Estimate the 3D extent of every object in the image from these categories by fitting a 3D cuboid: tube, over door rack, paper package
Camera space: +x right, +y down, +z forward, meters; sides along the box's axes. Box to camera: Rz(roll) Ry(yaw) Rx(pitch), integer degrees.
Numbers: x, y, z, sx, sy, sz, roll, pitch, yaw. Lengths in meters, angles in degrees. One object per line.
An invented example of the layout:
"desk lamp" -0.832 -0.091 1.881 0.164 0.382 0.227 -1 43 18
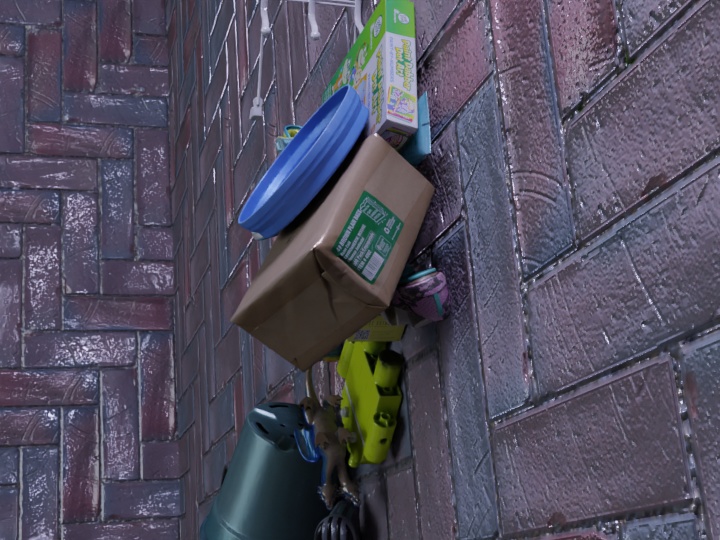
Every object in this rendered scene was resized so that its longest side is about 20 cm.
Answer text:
"tube" 0.040 -0.133 1.297 0.200 0.050 0.078 135 131 -62
"over door rack" -0.068 -0.296 1.482 0.067 0.147 0.201 -123 38 -70
"paper package" -0.028 -0.019 1.191 0.191 0.103 0.200 -40 18 45

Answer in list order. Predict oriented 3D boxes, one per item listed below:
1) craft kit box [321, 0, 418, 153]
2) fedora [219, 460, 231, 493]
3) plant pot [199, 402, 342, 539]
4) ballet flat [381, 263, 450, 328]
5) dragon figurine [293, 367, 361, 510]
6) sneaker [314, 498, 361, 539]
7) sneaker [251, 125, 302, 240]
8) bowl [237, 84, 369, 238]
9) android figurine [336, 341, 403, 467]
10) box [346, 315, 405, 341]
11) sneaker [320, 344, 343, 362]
"craft kit box" 0.007 -0.195 1.311 0.198 0.048 0.201 -47 35 48
"fedora" -0.208 0.440 1.984 0.200 0.090 0.177 -120 36 -70
"plant pot" -0.112 0.307 1.544 0.200 0.200 0.197 -129 50 -64
"ballet flat" 0.051 0.031 1.235 0.200 0.069 0.071 -171 62 -72
"dragon figurine" -0.050 0.211 1.396 0.100 0.059 0.200 101 150 -49
"sneaker" -0.018 0.400 1.460 0.088 0.074 0.201 -55 -29 -62
"sneaker" -0.100 -0.130 1.541 0.200 0.079 0.131 -28 87 36
"bowl" -0.063 -0.121 1.230 0.201 0.039 0.201 -48 14 16
"android figurine" 0.009 0.165 1.391 0.182 0.041 0.200 -109 28 -48
"box" 0.000 0.000 1.368 0.050 0.075 0.200 107 155 -43
"sneaker" -0.058 0.058 1.525 0.200 0.075 0.088 -110 31 -67
